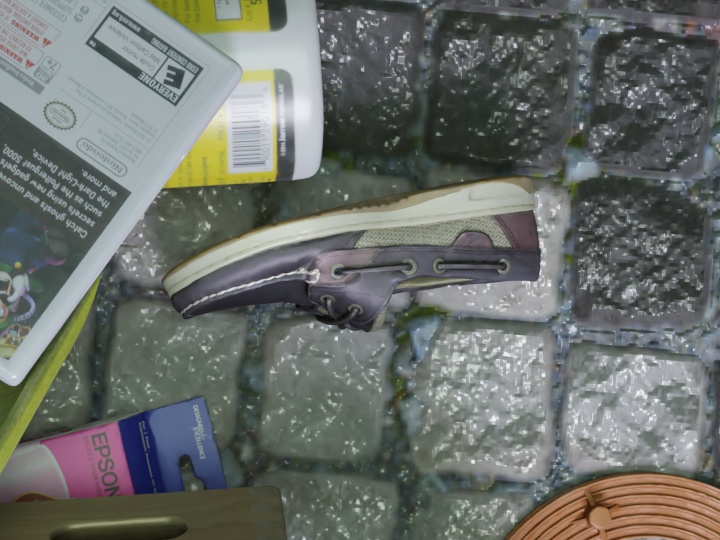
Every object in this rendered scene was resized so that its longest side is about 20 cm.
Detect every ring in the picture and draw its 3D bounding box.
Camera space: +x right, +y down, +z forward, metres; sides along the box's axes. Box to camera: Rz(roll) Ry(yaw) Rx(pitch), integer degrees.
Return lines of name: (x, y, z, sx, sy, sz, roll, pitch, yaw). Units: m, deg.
ring: (0.153, 0.208, 1.008, 0.200, 0.019, 0.201, 0, 88, -6)

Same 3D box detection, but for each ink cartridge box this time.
ink cartridge box: (-0.165, 0.134, 0.972, 0.200, 0.037, 0.095, -14, 90, -8)

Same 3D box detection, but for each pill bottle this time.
pill bottle: (-0.122, -0.095, 0.944, 0.200, 0.111, 0.112, -3, 89, -6)

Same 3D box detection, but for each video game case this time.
video game case: (-0.186, -0.077, 0.862, 0.200, 0.023, 0.182, 35, 76, 0)

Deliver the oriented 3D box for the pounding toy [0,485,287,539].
pounding toy: (-0.133, 0.179, 0.906, 0.200, 0.142, 0.184, -3, 110, -4)

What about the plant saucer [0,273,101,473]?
plant saucer: (-0.237, 0.074, 0.887, 0.199, 0.200, 0.048, 0, 129, 19)

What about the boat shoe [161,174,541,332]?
boat shoe: (0.000, 0.000, 0.974, 0.200, 0.072, 0.065, -14, 85, -12)
